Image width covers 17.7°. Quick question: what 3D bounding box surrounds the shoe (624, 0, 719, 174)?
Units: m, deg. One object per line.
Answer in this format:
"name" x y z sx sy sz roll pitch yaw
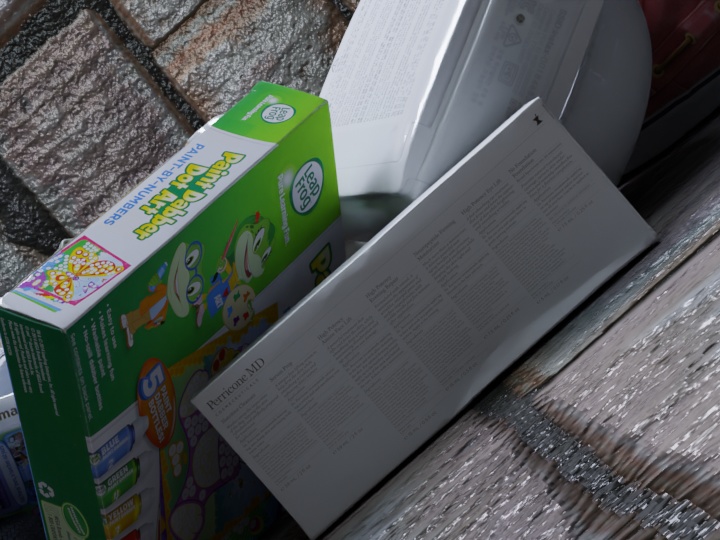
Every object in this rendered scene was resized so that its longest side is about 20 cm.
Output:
"shoe" 0.164 -0.126 1.223 0.200 0.091 0.071 -37 6 42

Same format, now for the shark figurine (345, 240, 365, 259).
"shark figurine" 0.015 -0.003 1.347 0.128 0.090 0.214 -32 18 -2

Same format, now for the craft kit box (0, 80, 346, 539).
"craft kit box" -0.075 0.047 1.069 0.048 0.200 0.198 15 42 27

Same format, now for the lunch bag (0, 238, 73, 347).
"lunch bag" -0.146 0.076 1.571 0.164 0.200 0.118 -40 47 47

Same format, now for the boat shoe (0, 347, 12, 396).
"boat shoe" -0.227 0.126 1.485 0.066 0.200 0.070 8 49 26

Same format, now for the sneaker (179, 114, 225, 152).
"sneaker" -0.050 0.006 1.195 0.077 0.200 0.078 -23 38 -27

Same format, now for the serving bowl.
"serving bowl" 0.090 -0.064 1.181 0.200 0.066 0.200 -53 21 31

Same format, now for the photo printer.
"photo printer" 0.037 -0.092 1.146 0.167 0.069 0.200 -68 18 -8

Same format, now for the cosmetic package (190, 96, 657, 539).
"cosmetic package" 0.026 0.020 1.015 0.200 0.083 0.051 -41 5 -2

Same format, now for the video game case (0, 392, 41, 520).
"video game case" -0.161 0.110 1.184 0.182 0.022 0.200 -19 -26 -8

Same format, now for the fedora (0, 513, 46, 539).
"fedora" -0.192 0.188 1.142 0.201 0.092 0.201 -41 4 3
